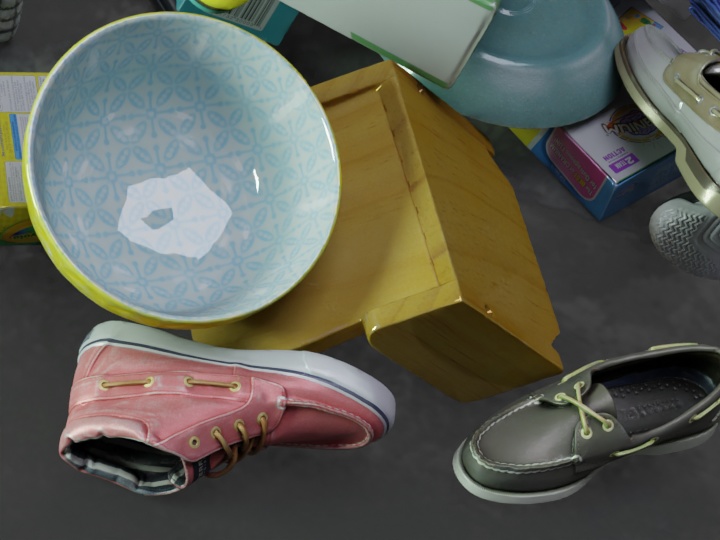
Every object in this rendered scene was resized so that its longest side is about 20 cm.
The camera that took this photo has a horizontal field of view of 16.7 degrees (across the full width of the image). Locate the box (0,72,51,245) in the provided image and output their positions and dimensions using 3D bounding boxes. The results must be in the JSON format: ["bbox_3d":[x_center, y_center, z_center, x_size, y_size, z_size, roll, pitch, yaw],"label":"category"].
[{"bbox_3d":[-0.286,-0.072,1.579,0.199,0.048,0.118,1,53,-19],"label":"box"}]

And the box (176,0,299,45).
[{"bbox_3d":[-0.090,-0.252,1.757,0.082,0.049,0.201,17,41,-23],"label":"box"}]

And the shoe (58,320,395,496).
[{"bbox_3d":[-0.081,0.097,1.492,0.199,0.072,0.091,12,51,0],"label":"shoe"}]

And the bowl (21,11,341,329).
[{"bbox_3d":[-0.121,-0.049,1.531,0.199,0.108,0.202,6,71,-18],"label":"bowl"}]

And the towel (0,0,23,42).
[{"bbox_3d":[-0.303,-0.261,1.651,0.085,0.166,0.200,-28,64,-27],"label":"towel"}]

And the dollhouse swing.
[{"bbox_3d":[0.000,0.000,1.615,0.181,0.175,0.201,34,31,-47],"label":"dollhouse swing"}]

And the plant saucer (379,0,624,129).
[{"bbox_3d":[0.100,-0.184,1.733,0.198,0.036,0.201,9,47,-10],"label":"plant saucer"}]

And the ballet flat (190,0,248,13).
[{"bbox_3d":[-0.068,-0.248,1.670,0.067,0.067,0.200,36,37,-5],"label":"ballet flat"}]

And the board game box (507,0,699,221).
[{"bbox_3d":[0.164,-0.143,1.777,0.153,0.040,0.200,-27,64,-33],"label":"board game box"}]

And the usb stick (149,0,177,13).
[{"bbox_3d":[-0.114,-0.179,1.728,0.055,0.033,0.201,-10,55,-36],"label":"usb stick"}]

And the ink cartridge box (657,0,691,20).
[{"bbox_3d":[0.183,-0.289,1.828,0.200,0.084,0.146,45,11,20],"label":"ink cartridge box"}]

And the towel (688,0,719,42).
[{"bbox_3d":[0.321,-0.124,1.716,0.199,0.024,0.145,22,24,-46],"label":"towel"}]

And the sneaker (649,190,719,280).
[{"bbox_3d":[0.279,-0.060,1.727,0.199,0.076,0.114,-5,48,-21],"label":"sneaker"}]

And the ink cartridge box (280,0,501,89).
[{"bbox_3d":[0.038,-0.237,1.664,0.145,0.088,0.201,27,45,-3],"label":"ink cartridge box"}]

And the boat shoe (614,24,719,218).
[{"bbox_3d":[0.237,-0.112,1.662,0.074,0.069,0.200,21,28,-35],"label":"boat shoe"}]

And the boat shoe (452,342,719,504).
[{"bbox_3d":[0.151,0.093,1.567,0.201,0.060,0.072,-15,57,-27],"label":"boat shoe"}]
